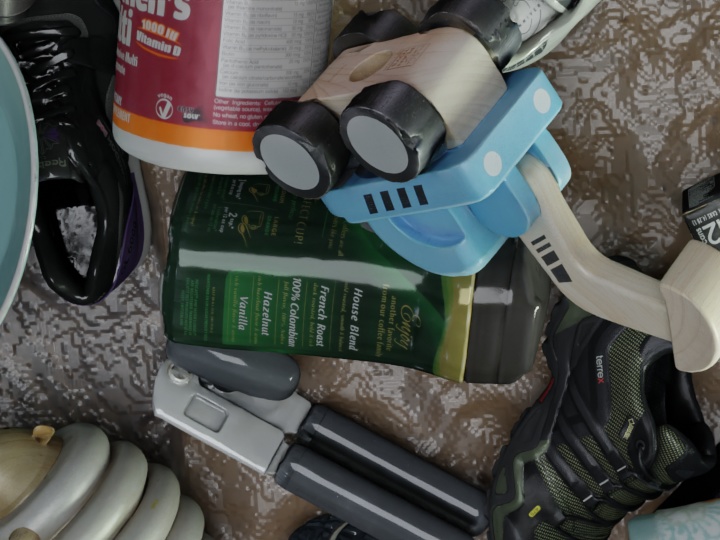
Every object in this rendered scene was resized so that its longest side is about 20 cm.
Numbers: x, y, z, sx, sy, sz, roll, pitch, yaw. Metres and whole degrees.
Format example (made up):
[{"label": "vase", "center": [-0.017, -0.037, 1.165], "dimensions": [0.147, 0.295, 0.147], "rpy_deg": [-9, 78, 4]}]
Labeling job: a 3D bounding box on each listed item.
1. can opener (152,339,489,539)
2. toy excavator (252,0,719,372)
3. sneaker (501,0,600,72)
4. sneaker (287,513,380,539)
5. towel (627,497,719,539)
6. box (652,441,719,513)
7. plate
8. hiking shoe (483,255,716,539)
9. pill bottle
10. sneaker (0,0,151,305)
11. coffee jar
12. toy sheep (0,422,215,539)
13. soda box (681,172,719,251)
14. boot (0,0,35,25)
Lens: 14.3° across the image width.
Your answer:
[{"label": "can opener", "center": [-0.019, 0.092, 1.533], "dimensions": [0.199, 0.067, 0.053], "rpy_deg": [28, 60, 2]}, {"label": "toy excavator", "center": [0.076, -0.034, 1.411], "dimensions": [0.194, 0.100, 0.200], "rpy_deg": [-7, 126, 48]}, {"label": "sneaker", "center": [0.123, -0.179, 1.452], "dimensions": [0.076, 0.081, 0.200], "rpy_deg": [37, 103, -3]}, {"label": "sneaker", "center": [0.036, 0.213, 1.562], "dimensions": [0.200, 0.078, 0.086], "rpy_deg": [35, 138, 11]}, {"label": "towel", "center": [0.239, 0.204, 1.480], "dimensions": [0.170, 0.048, 0.201], "rpy_deg": [-13, 104, 6]}, {"label": "box", "center": [0.270, 0.116, 1.515], "dimensions": [0.141, 0.079, 0.200], "rpy_deg": [38, 105, -7]}, {"label": "plate", "center": [-0.222, -0.039, 1.495], "dimensions": [0.200, 0.025, 0.201], "rpy_deg": [-7, 81, 47]}, {"label": "hiking shoe", "center": [0.132, 0.099, 1.504], "dimensions": [0.100, 0.076, 0.201], "rpy_deg": [27, 110, 40]}, {"label": "pill bottle", "center": [-0.066, -0.157, 1.459], "dimensions": [0.109, 0.110, 0.201], "rpy_deg": [6, 105, 4]}, {"label": "sneaker", "center": [-0.153, -0.081, 1.498], "dimensions": [0.075, 0.088, 0.201], "rpy_deg": [-12, 103, 8]}, {"label": "coffee jar", "center": [0.000, 0.000, 1.495], "dimensions": [0.199, 0.104, 0.086], "rpy_deg": [8, 124, 4]}, {"label": "toy sheep", "center": [-0.142, 0.159, 1.538], "dimensions": [0.138, 0.138, 0.200], "rpy_deg": [-37, 110, 13]}, {"label": "soda box", "center": [0.268, -0.048, 1.479], "dimensions": [0.199, 0.063, 0.071], "rpy_deg": [-25, 101, 12]}, {"label": "boot", "center": [-0.150, -0.226, 1.451], "dimensions": [0.070, 0.200, 0.132], "rpy_deg": [28, 143, 13]}]
